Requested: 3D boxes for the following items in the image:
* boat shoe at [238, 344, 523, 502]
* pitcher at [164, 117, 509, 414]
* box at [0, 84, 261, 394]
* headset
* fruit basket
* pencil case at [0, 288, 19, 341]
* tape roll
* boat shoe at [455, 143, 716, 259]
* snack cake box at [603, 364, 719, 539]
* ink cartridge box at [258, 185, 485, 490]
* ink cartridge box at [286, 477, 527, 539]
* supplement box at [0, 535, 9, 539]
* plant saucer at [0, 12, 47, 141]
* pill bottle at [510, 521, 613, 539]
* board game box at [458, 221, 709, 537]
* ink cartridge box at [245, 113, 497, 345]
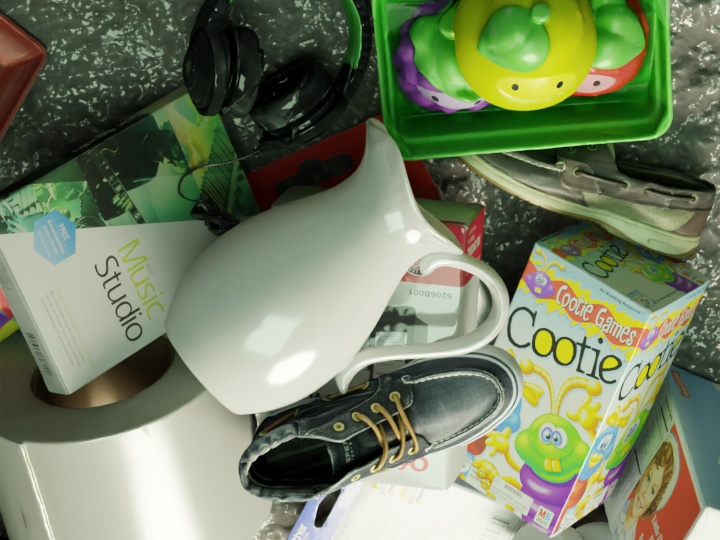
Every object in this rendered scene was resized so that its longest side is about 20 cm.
[{"bbox_3d":[0.015,0.111,1.518,0.200,0.091,0.071,-19,100,14],"label":"boat shoe"},{"bbox_3d":[-0.015,0.023,1.495,0.200,0.121,0.172,-39,97,4],"label":"pitcher"},{"bbox_3d":[-0.163,-0.024,1.556,0.200,0.036,0.145,-35,111,-31],"label":"box"},{"bbox_3d":[-0.066,-0.122,1.536,0.123,0.094,0.200,24,97,-26],"label":"headset"},{"bbox_3d":[0.110,-0.145,1.484,0.215,0.216,0.156,-5,118,1],"label":"fruit basket"},{"bbox_3d":[-0.261,0.002,1.619,0.200,0.088,0.088,-33,115,13],"label":"pencil case"},{"bbox_3d":[-0.174,0.126,1.621,0.202,0.203,0.140,-10,119,4],"label":"tape roll"},{"bbox_3d":[0.164,-0.072,1.603,0.200,0.072,0.066,21,106,-14],"label":"boat shoe"},{"bbox_3d":[0.243,0.174,1.659,0.067,0.200,0.115,22,116,-14],"label":"snack cake box"},{"bbox_3d":[0.007,0.049,1.596,0.145,0.083,0.201,6,104,9],"label":"ink cartridge box"},{"bbox_3d":[0.047,0.206,1.762,0.199,0.042,0.120,21,115,-16],"label":"ink cartridge box"},{"bbox_3d":[-0.307,0.274,1.676,0.199,0.197,0.133,22,89,-15],"label":"supplement box"},{"bbox_3d":[-0.336,-0.131,1.501,0.199,0.200,0.037,38,144,-21],"label":"plant saucer"},{"bbox_3d":[0.209,0.262,1.736,0.200,0.113,0.113,23,116,-28],"label":"pill bottle"},{"bbox_3d":[0.159,0.077,1.639,0.103,0.105,0.201,32,119,22],"label":"board game box"},{"bbox_3d":[0.000,0.000,1.646,0.160,0.050,0.200,-23,119,10],"label":"ink cartridge box"}]
